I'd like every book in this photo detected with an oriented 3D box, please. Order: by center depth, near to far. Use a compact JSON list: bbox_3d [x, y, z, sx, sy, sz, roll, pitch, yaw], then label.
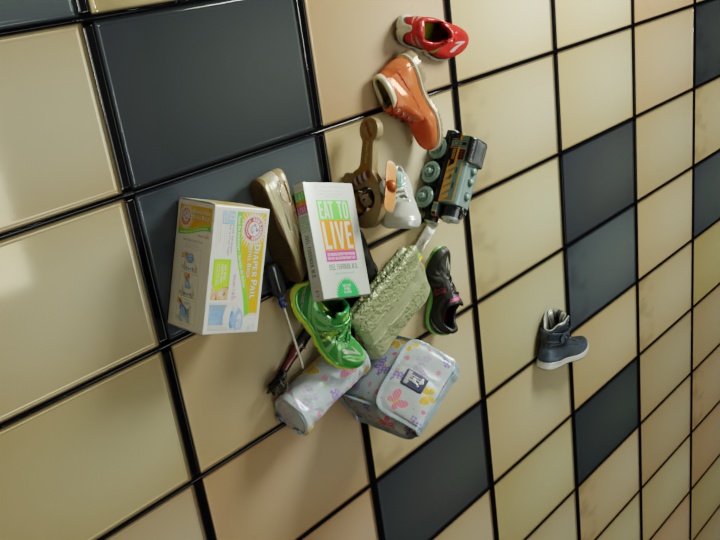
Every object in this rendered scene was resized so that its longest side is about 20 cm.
[{"bbox_3d":[-0.053,-0.050,1.429,0.133,0.048,0.203,-5,82,-55],"label":"book"}]

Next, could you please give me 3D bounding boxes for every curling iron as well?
[{"bbox_3d":[-0.110,0.144,1.493,0.026,0.049,0.201,42,67,-26],"label":"curling iron"}]

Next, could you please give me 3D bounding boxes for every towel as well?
[{"bbox_3d":[0.060,0.061,1.569,0.200,0.036,0.149,-48,136,-20],"label":"towel"}]

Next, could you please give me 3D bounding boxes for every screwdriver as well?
[{"bbox_3d":[-0.127,0.081,1.443,0.028,0.029,0.202,-28,102,-42],"label":"screwdriver"}]

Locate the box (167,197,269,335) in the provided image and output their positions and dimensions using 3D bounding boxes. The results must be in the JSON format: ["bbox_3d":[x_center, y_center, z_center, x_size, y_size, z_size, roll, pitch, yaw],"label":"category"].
[{"bbox_3d":[-0.225,-0.008,1.296,0.112,0.101,0.203,0,99,-46],"label":"box"}]

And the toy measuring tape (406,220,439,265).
[{"bbox_3d":[0.113,-0.040,1.664,0.201,0.073,0.074,-57,133,-23],"label":"toy measuring tape"}]

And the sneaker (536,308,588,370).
[{"bbox_3d":[0.541,0.165,2.154,0.201,0.076,0.148,-17,113,-42],"label":"sneaker"}]

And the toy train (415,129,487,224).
[{"bbox_3d":[0.187,-0.191,1.677,0.085,0.113,0.202,20,84,-46],"label":"toy train"}]

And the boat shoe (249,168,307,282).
[{"bbox_3d":[-0.125,-0.075,1.408,0.064,0.071,0.202,-35,121,-34],"label":"boat shoe"}]

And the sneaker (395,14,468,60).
[{"bbox_3d":[0.156,-0.455,1.607,0.199,0.084,0.078,-7,105,-45],"label":"sneaker"}]

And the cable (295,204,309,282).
[{"bbox_3d":[-0.093,-0.051,1.485,0.097,0.050,0.202,-28,107,-25],"label":"cable"}]

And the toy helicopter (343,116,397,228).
[{"bbox_3d":[0.020,-0.177,1.493,0.078,0.131,0.203,-4,102,-45],"label":"toy helicopter"}]

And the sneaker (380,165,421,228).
[{"bbox_3d":[0.071,-0.140,1.534,0.074,0.200,0.090,-2,114,-3],"label":"sneaker"}]

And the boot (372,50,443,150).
[{"bbox_3d":[0.089,-0.309,1.586,0.107,0.075,0.202,-39,117,-29],"label":"boot"}]

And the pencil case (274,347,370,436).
[{"bbox_3d":[-0.067,0.214,1.523,0.200,0.083,0.091,-44,106,-32],"label":"pencil case"}]

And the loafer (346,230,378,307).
[{"bbox_3d":[0.000,0.000,1.564,0.072,0.072,0.202,-41,136,-43],"label":"loafer"}]

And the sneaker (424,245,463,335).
[{"bbox_3d":[0.184,0.043,1.749,0.076,0.083,0.203,-21,114,-42],"label":"sneaker"}]

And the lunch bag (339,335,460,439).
[{"bbox_3d":[0.078,0.222,1.594,0.170,0.199,0.128,-54,132,-22],"label":"lunch bag"}]

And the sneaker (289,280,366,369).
[{"bbox_3d":[-0.048,0.100,1.462,0.201,0.083,0.074,53,35,-23],"label":"sneaker"}]
